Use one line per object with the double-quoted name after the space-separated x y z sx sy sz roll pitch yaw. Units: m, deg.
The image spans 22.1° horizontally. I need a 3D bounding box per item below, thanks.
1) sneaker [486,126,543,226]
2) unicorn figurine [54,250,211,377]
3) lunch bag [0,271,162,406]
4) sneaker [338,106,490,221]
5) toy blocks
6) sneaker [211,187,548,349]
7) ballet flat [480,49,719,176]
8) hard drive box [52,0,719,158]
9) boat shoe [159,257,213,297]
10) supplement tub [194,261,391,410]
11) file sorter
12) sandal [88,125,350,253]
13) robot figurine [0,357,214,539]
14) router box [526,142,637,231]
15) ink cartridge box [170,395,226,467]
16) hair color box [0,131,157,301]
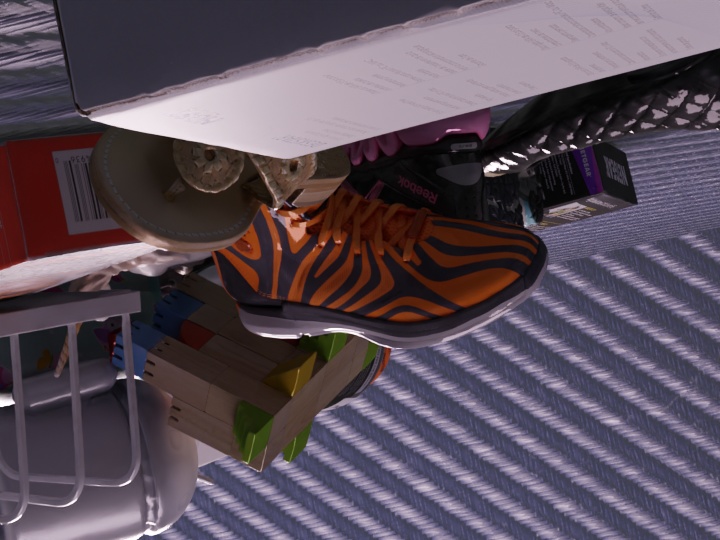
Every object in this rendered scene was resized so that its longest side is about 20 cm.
0.066 -0.049 1.243 0.086 0.078 0.200 -9 177 17 "sneaker"
-0.121 -0.017 1.237 0.200 0.074 0.137 -32 176 9 "unicorn figurine"
-0.257 0.062 1.370 0.170 0.122 0.200 -6 162 -37 "lunch bag"
0.017 -0.038 1.107 0.079 0.096 0.200 -13 178 -26 "sneaker"
-0.086 0.055 1.288 0.136 0.100 0.200 25 -146 16 "toy blocks"
-0.004 -0.021 0.994 0.199 0.112 0.078 -6 -142 28 "sneaker"
0.134 -0.080 1.039 0.200 0.057 0.066 -16 -157 50 "ballet flat"
0.037 -0.092 0.494 0.199 0.077 0.156 -13 176 16 "hard drive box"
-0.167 0.013 1.498 0.199 0.065 0.072 -13 174 -3 "boat shoe"
-0.057 0.054 1.480 0.122 0.123 0.200 -14 171 25 "supplement tub"
-0.241 0.084 1.078 0.138 0.125 0.200 -1 -174 36 "file sorter"
-0.049 -0.067 0.862 0.070 0.078 0.212 -48 169 22 "sandal"
-0.199 0.140 1.285 0.199 0.170 0.113 -12 -146 -21 "robot figurine"
0.130 -0.059 1.452 0.149 0.051 0.200 -15 176 15 "router box"
-0.187 0.085 1.579 0.200 0.084 0.145 24 -167 18 "ink cartridge box"
-0.183 -0.022 0.965 0.101 0.061 0.200 -9 177 -38 "hair color box"
